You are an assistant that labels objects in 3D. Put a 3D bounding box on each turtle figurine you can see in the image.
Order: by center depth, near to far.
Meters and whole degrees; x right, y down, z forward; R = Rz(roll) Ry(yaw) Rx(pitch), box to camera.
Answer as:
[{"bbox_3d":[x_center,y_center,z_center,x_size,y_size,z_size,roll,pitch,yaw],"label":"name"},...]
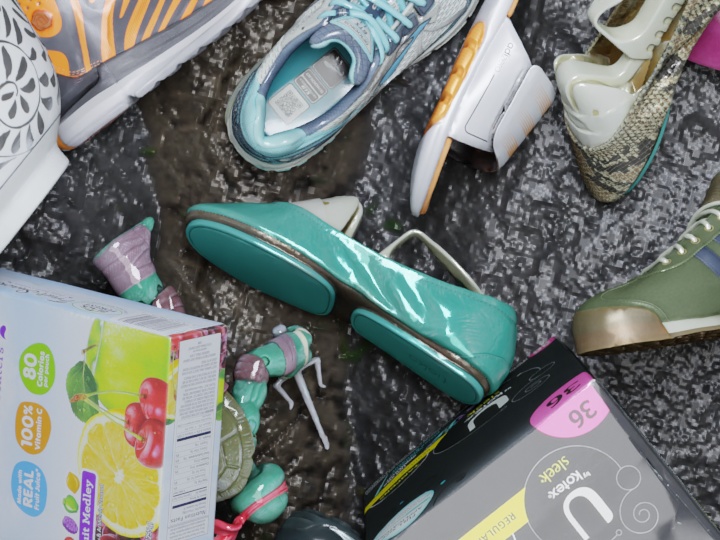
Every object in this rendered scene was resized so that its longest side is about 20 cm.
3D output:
[{"bbox_3d":[-0.091,0.078,1.434,0.150,0.101,0.200,-40,88,2],"label":"turtle figurine"}]

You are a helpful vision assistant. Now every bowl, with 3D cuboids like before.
[{"bbox_3d":[-0.216,-0.053,1.360,0.094,0.201,0.201,38,93,-8],"label":"bowl"}]

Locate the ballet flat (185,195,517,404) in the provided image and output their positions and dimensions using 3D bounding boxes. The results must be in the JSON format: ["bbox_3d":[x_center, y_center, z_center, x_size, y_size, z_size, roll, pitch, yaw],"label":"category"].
[{"bbox_3d":[0.000,0.000,1.446,0.200,0.067,0.070,29,66,3],"label":"ballet flat"}]

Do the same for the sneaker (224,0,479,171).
[{"bbox_3d":[0.006,-0.132,1.421,0.078,0.086,0.200,40,93,-4],"label":"sneaker"}]

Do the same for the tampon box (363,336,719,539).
[{"bbox_3d":[0.095,0.138,1.386,0.150,0.200,0.126,-39,94,1],"label":"tampon box"}]

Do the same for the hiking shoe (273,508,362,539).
[{"bbox_3d":[-0.007,0.230,1.425,0.087,0.074,0.200,-33,109,-38],"label":"hiking shoe"}]

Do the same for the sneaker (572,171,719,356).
[{"bbox_3d":[0.197,-0.009,1.425,0.200,0.067,0.090,-8,84,-26],"label":"sneaker"}]

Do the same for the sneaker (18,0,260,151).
[{"bbox_3d":[-0.121,-0.165,1.421,0.200,0.078,0.112,-38,95,2],"label":"sneaker"}]

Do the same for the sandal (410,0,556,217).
[{"bbox_3d":[0.086,-0.118,1.427,0.059,0.079,0.207,24,92,0],"label":"sandal"}]

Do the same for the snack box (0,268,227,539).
[{"bbox_3d":[-0.167,0.081,1.391,0.200,0.053,0.143,13,104,35],"label":"snack box"}]

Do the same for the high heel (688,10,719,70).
[{"bbox_3d":[0.256,-0.094,1.447,0.096,0.067,0.200,-41,89,14],"label":"high heel"}]

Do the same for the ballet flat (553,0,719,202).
[{"bbox_3d":[0.148,-0.126,1.403,0.075,0.068,0.200,3,127,-39],"label":"ballet flat"}]
